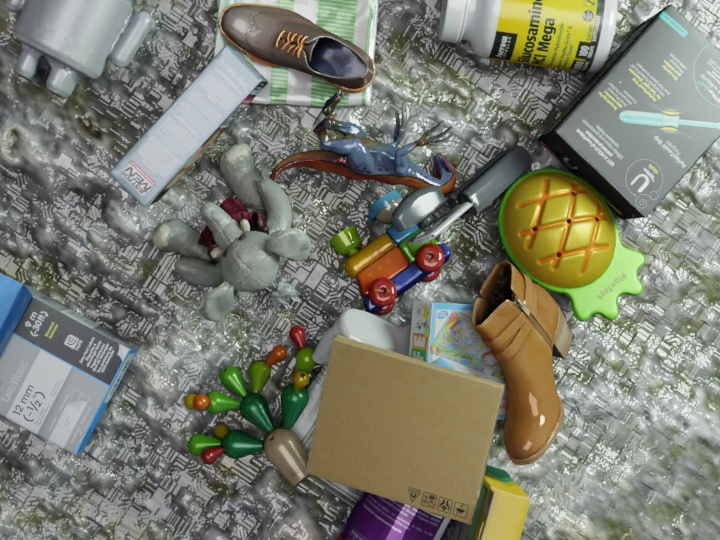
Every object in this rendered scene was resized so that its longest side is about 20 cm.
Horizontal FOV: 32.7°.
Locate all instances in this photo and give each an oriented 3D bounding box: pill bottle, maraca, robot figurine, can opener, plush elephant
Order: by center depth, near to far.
[{"bbox_3d":[-0.142,-0.030,1.428,0.164,0.155,0.201,-40,91,-1],"label":"plush elephant"},{"bbox_3d":[0.057,0.275,1.439,0.112,0.112,0.202,28,91,-2],"label":"pill bottle"},{"bbox_3d":[-0.331,-0.305,1.439,0.168,0.113,0.202,26,90,-7],"label":"robot figurine"},{"bbox_3d":[0.123,-0.093,1.440,0.199,0.052,0.067,-36,104,-30],"label":"can opener"},{"bbox_3d":[0.196,-0.303,1.457,0.197,0.112,0.114,7,91,-2],"label":"pill bottle"},{"bbox_3d":[0.251,-0.031,1.462,0.137,0.107,0.200,-42,85,-8],"label":"maraca"}]

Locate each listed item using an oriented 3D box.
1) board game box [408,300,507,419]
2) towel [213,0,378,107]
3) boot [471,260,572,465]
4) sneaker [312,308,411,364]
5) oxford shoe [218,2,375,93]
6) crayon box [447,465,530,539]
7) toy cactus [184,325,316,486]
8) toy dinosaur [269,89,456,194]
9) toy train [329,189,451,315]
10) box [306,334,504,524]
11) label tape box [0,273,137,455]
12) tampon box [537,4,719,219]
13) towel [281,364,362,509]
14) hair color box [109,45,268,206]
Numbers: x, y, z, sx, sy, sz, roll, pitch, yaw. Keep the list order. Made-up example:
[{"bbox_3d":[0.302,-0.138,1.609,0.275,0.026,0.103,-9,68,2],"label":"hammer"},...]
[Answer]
[{"bbox_3d":[0.138,0.107,1.442,0.198,0.034,0.136,4,90,-41],"label":"board game box"},{"bbox_3d":[-0.080,-0.278,1.493,0.197,0.023,0.155,4,92,-2],"label":"towel"},{"bbox_3d":[0.178,0.103,1.395,0.155,0.076,0.202,44,60,-41],"label":"boot"},{"bbox_3d":[0.033,0.110,1.453,0.199,0.076,0.088,25,128,-29],"label":"sneaker"},{"bbox_3d":[-0.074,-0.271,1.446,0.198,0.073,0.072,19,93,-1],"label":"oxford shoe"},{"bbox_3d":[0.146,0.304,1.421,0.051,0.200,0.127,16,91,-2],"label":"crayon box"},{"bbox_3d":[-0.112,0.178,1.455,0.199,0.102,0.166,-37,79,-2],"label":"toy cactus"},{"bbox_3d":[0.024,-0.134,1.471,0.200,0.105,0.181,-41,111,19],"label":"toy dinosaur"},{"bbox_3d":[0.000,0.000,1.469,0.199,0.085,0.116,-35,81,-6],"label":"toy train"},{"bbox_3d":[0.048,0.176,1.361,0.198,0.021,0.166,15,102,13],"label":"box"},{"bbox_3d":[-0.390,0.109,1.468,0.198,0.066,0.144,29,90,-4],"label":"label tape box"},{"bbox_3d":[0.337,-0.183,1.456,0.150,0.126,0.200,43,90,-1],"label":"tampon box"},{"bbox_3d":[0.019,0.189,1.498,0.192,0.035,0.201,37,89,-2],"label":"towel"},{"bbox_3d":[-0.199,-0.170,1.442,0.061,0.099,0.200,44,96,-5],"label":"hair color box"}]
